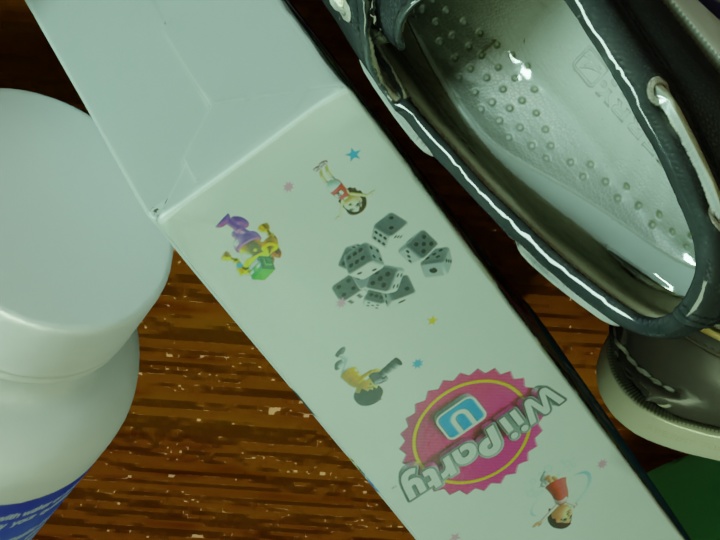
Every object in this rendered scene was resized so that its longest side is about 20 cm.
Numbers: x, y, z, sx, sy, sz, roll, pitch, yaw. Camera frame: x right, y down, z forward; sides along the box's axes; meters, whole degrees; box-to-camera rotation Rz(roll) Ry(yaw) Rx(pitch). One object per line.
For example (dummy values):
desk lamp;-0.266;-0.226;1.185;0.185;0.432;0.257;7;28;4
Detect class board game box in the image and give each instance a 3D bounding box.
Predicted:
board game box;0.000;0.000;0.832;0.064;0.148;0.200;-36;126;3

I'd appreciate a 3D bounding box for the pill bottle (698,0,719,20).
pill bottle;0.095;-0.115;0.750;0.120;0.120;0.200;23;129;-20

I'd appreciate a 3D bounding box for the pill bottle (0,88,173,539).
pill bottle;-0.133;0.037;0.877;0.112;0.112;0.200;22;137;-20

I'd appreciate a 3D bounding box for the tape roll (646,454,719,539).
tape roll;0.162;0.129;1.004;0.200;0.048;0.201;1;140;0

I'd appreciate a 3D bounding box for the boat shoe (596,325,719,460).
boat shoe;0.177;0.030;0.916;0.201;0.072;0.061;8;136;-4

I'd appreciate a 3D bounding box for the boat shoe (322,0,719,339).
boat shoe;0.028;-0.068;0.699;0.200;0.060;0.076;44;125;12
